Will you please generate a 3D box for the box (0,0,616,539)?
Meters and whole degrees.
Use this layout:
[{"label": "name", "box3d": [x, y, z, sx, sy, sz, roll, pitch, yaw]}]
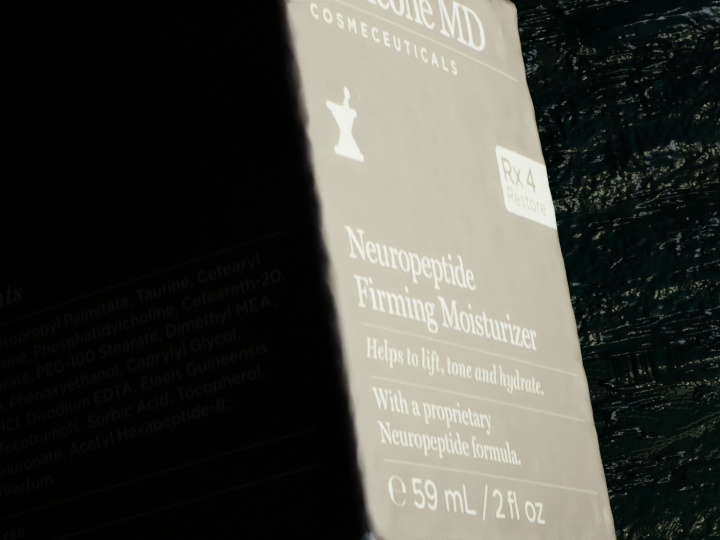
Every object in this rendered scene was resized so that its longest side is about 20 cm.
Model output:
[{"label": "box", "box3d": [-0.039, 0.014, 0.829, 0.166, 0.164, 0.201, 15, 62, -58]}]
